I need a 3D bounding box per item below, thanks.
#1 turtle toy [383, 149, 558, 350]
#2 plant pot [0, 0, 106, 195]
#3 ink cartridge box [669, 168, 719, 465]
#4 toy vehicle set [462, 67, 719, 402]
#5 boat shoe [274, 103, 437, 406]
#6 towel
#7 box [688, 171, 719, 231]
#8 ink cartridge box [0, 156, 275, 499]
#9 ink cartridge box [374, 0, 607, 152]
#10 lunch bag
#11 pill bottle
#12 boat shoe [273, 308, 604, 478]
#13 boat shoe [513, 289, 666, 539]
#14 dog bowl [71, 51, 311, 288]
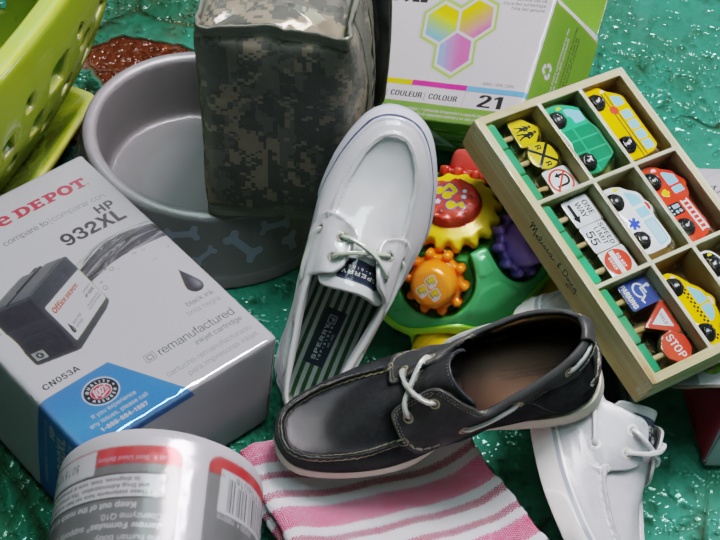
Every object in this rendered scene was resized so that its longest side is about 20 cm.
[{"bbox_3d":[0.083,-0.025,1.028,0.199,0.101,0.146,-24,53,-12],"label":"turtle toy"},{"bbox_3d":[-0.288,-0.137,1.037,0.199,0.182,0.199,16,46,7],"label":"plant pot"},{"bbox_3d":[0.258,0.027,1.036,0.175,0.084,0.201,2,46,-8],"label":"ink cartridge box"},{"bbox_3d":[0.167,-0.027,0.961,0.124,0.027,0.200,-23,69,-27],"label":"toy vehicle set"},{"bbox_3d":[0.000,0.000,0.943,0.073,0.201,0.067,14,16,-5],"label":"boat shoe"},{"bbox_3d":[0.031,0.153,0.888,0.146,0.030,0.200,-11,38,-23],"label":"towel"},{"bbox_3d":[0.330,-0.033,1.022,0.199,0.036,0.144,-23,54,-29],"label":"box"},{"bbox_3d":[-0.171,0.039,0.956,0.145,0.084,0.200,-31,58,-32],"label":"ink cartridge box"},{"bbox_3d":[0.096,-0.188,1.118,0.147,0.076,0.201,11,80,37],"label":"ink cartridge box"},{"bbox_3d":[-0.039,-0.155,1.025,0.117,0.164,0.201,5,47,3],"label":"lunch bag"},{"bbox_3d":[-0.112,0.194,0.792,0.113,0.114,0.201,5,55,-4],"label":"pill bottle"},{"bbox_3d":[0.042,0.068,0.898,0.199,0.068,0.072,-14,62,2],"label":"boat shoe"},{"bbox_3d":[0.148,0.099,0.934,0.068,0.072,0.201,-25,52,25],"label":"boat shoe"},{"bbox_3d":[-0.109,-0.079,1.096,0.199,0.059,0.201,5,46,-5],"label":"dog bowl"}]
